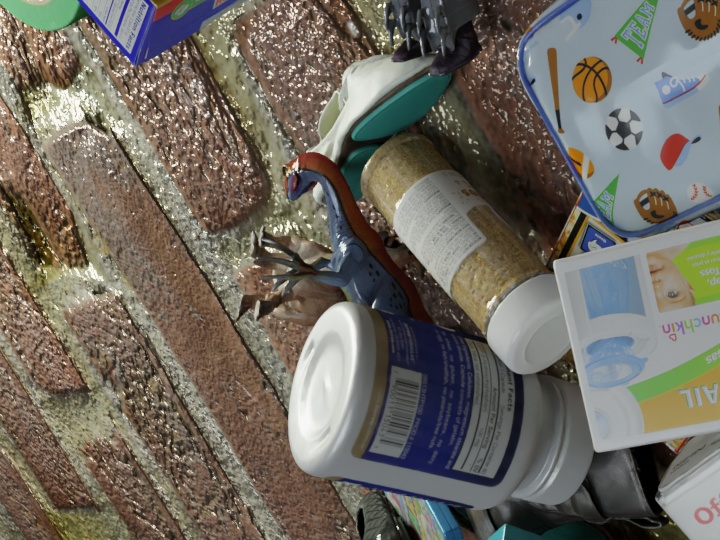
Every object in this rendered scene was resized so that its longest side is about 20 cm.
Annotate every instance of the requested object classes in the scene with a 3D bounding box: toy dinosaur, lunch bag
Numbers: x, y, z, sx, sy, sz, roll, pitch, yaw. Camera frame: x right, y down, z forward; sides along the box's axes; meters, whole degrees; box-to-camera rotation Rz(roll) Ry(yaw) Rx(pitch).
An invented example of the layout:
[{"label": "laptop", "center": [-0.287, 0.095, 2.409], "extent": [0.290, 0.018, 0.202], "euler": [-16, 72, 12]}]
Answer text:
[{"label": "toy dinosaur", "center": [-0.031, 0.016, 1.103], "extent": [0.134, 0.087, 0.200], "euler": [11, 171, -14]}, {"label": "lunch bag", "center": [0.190, -0.121, 0.706], "extent": [0.199, 0.075, 0.162], "euler": [-31, 85, 41]}, {"label": "toy dinosaur", "center": [0.000, 0.000, 0.986], "extent": [0.105, 0.197, 0.184], "euler": [-172, 80, -67]}]

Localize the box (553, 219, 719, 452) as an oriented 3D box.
[{"label": "box", "center": [0.224, 0.025, 0.708], "extent": [0.198, 0.101, 0.114], "euler": [-15, 85, 25]}]

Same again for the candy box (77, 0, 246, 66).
[{"label": "candy box", "center": [-0.155, -0.273, 0.911], "extent": [0.200, 0.169, 0.077], "euler": [48, 148, 4]}]

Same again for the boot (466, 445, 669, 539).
[{"label": "boot", "center": [0.145, 0.121, 1.003], "extent": [0.173, 0.069, 0.202], "euler": [-30, 79, 40]}]

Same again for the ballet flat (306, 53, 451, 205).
[{"label": "ballet flat", "center": [0.002, -0.119, 0.964], "extent": [0.070, 0.069, 0.200], "euler": [48, 145, 6]}]

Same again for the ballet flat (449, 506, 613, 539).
[{"label": "ballet flat", "center": [0.135, 0.215, 1.098], "extent": [0.199, 0.069, 0.071], "euler": [26, 157, 32]}]

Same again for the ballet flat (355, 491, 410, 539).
[{"label": "ballet flat", "center": [0.011, 0.253, 1.217], "extent": [0.200, 0.056, 0.067], "euler": [141, 105, -83]}]

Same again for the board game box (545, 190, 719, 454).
[{"label": "board game box", "center": [0.202, 0.012, 0.856], "extent": [0.151, 0.046, 0.201], "euler": [40, 143, 17]}]

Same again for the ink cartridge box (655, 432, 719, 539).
[{"label": "ink cartridge box", "center": [0.309, 0.166, 0.805], "extent": [0.200, 0.085, 0.146], "euler": [48, 125, 4]}]

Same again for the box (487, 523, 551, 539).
[{"label": "box", "center": [0.186, 0.272, 0.987], "extent": [0.198, 0.083, 0.049], "euler": [21, 141, -11]}]

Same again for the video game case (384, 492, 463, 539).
[{"label": "video game case", "center": [0.051, 0.211, 1.131], "extent": [0.201, 0.018, 0.145], "euler": [-123, 16, -51]}]

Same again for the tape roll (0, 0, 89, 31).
[{"label": "tape roll", "center": [-0.297, -0.317, 1.138], "extent": [0.199, 0.048, 0.202], "euler": [29, 137, 30]}]

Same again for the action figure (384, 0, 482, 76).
[{"label": "action figure", "center": [0.034, -0.234, 0.822], "extent": [0.129, 0.069, 0.202], "euler": [16, 128, 47]}]

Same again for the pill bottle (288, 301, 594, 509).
[{"label": "pill bottle", "center": [0.060, 0.102, 0.897], "extent": [0.198, 0.121, 0.120], "euler": [16, 152, -23]}]

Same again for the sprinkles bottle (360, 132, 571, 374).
[{"label": "sprinkles bottle", "center": [0.076, -0.016, 0.906], "extent": [0.200, 0.068, 0.069], "euler": [51, 150, 36]}]
